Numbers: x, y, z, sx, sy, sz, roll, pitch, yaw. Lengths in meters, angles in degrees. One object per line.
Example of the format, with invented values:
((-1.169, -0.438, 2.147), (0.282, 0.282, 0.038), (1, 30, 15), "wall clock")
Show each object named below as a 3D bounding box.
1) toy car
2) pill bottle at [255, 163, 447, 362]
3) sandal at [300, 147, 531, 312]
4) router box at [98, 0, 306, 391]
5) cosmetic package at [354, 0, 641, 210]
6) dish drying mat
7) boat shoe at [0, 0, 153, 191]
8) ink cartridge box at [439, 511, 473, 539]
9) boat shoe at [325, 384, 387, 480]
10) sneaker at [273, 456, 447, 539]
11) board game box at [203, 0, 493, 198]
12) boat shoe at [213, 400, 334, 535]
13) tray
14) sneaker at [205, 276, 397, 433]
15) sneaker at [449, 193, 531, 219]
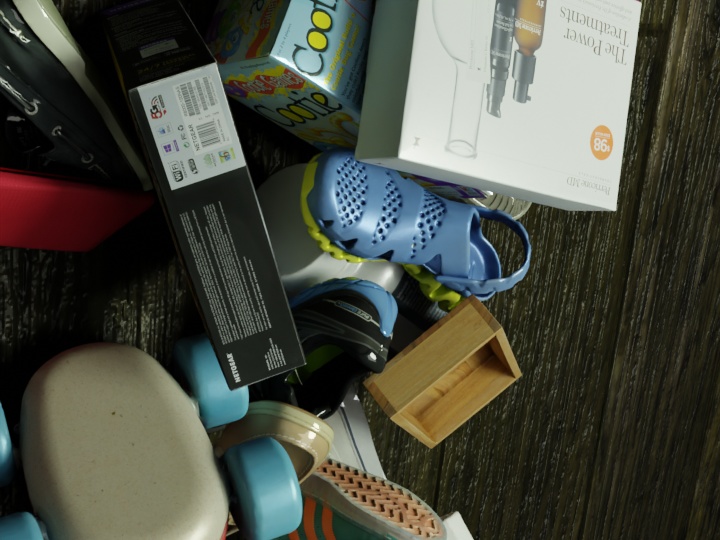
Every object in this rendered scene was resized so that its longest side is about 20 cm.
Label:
((-0.154, 0.166, 0.796), (0.184, 0.177, 0.200), (-15, 142, -21), "toy car")
((0.000, 0.000, 0.941), (0.200, 0.119, 0.120), (38, 76, -52), "pill bottle")
((0.045, -0.032, 0.837), (0.200, 0.087, 0.080), (23, 68, -40), "sandal")
((-0.098, -0.052, 0.746), (0.052, 0.157, 0.200), (-19, 120, -8), "router box")
((0.097, -0.128, 0.814), (0.200, 0.052, 0.151), (9, 89, -37), "cosmetic package")
((-0.216, -0.038, 0.704), (0.200, 0.077, 0.018), (4, 61, -52), "dish drying mat")
((-0.181, -0.097, 0.714), (0.066, 0.075, 0.199), (-28, 156, -2), "boat shoe")
((-0.025, 0.273, 0.987), (0.176, 0.200, 0.045), (-25, 84, -44), "ink cartridge box")
((-0.022, 0.164, 1.045), (0.070, 0.071, 0.200), (-25, 134, -10), "boat shoe")
((-0.021, 0.195, 0.937), (0.071, 0.200, 0.080), (1, 104, -50), "sneaker")
((0.004, -0.137, 0.840), (0.200, 0.103, 0.105), (29, 75, -34), "board game box")
((-0.080, 0.150, 0.862), (0.071, 0.200, 0.065), (28, 55, -12), "boat shoe")
((0.067, 0.081, 0.931), (0.099, 0.037, 0.200), (-39, 163, 0), "tray")
((-0.059, 0.072, 0.862), (0.071, 0.199, 0.083), (37, 40, -36), "sneaker")
((0.039, -0.104, 0.991), (0.200, 0.106, 0.075), (41, 71, -20), "sneaker")
